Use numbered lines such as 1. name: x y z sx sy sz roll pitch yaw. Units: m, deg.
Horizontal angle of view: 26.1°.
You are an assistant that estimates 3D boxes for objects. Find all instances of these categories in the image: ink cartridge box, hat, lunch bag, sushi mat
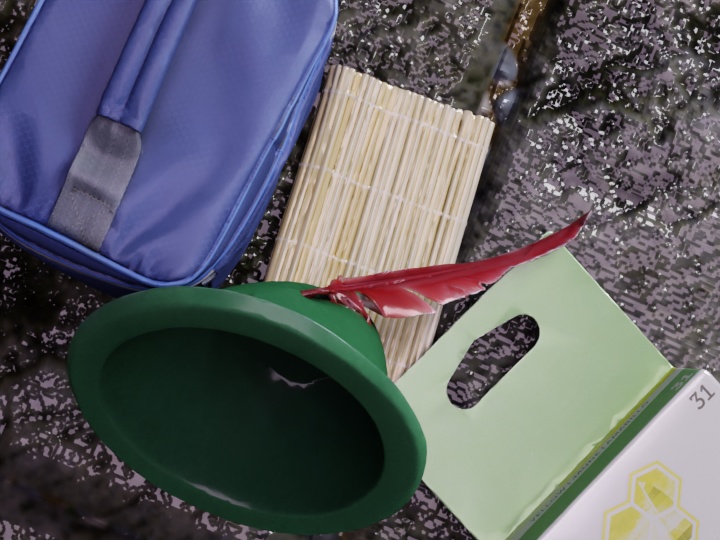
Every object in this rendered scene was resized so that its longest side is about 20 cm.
1. ink cartridge box: 0.121 0.099 0.793 0.145 0.048 0.200 -44 97 -9
2. hat: -0.024 0.016 0.774 0.199 0.166 0.177 34 47 -17
3. lunch bag: -0.094 -0.087 0.751 0.135 0.132 0.201 25 82 -4
4. sushi mat: 0.000 0.000 0.813 0.095 0.012 0.201 17 82 -6
